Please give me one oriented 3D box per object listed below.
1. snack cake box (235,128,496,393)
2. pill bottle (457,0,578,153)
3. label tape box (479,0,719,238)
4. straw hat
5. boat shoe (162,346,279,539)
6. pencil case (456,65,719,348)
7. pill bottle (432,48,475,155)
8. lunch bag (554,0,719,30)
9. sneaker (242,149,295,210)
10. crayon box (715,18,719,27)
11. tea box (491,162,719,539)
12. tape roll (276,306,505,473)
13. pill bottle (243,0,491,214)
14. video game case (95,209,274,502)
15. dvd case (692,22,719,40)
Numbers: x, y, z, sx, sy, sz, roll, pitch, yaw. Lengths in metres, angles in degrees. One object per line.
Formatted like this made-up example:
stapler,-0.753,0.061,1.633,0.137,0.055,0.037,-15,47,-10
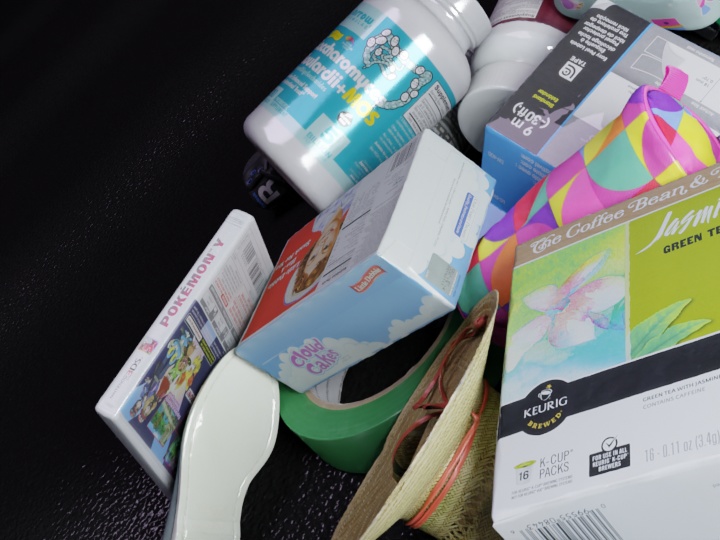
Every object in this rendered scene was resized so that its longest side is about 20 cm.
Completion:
snack cake box,0.000,0.000,0.785,0.200,0.067,0.116,-34,28,50
pill bottle,0.158,-0.191,0.939,0.109,0.110,0.201,-9,44,44
label tape box,0.167,-0.078,0.777,0.144,0.063,0.200,37,80,31
straw hat,0.063,0.114,0.643,0.202,0.085,0.201,-57,0,0
boat shoe,-0.115,0.155,0.836,0.062,0.072,0.202,-13,63,61
pencil case,0.143,-0.031,0.692,0.200,0.088,0.089,-45,24,37
pill bottle,0.048,-0.134,0.994,0.113,0.114,0.201,0,50,49
lunch bag,0.234,-0.287,0.837,0.159,0.077,0.202,16,78,35
sneaker,-0.064,-0.099,1.136,0.112,0.073,0.200,-45,22,3
crayon box,0.346,-0.283,0.844,0.118,0.058,0.202,-3,61,48
tea box,0.188,0.060,0.567,0.199,0.134,0.198,-23,34,30
tape roll,0.025,0.058,0.847,0.199,0.048,0.201,-30,33,22
pill bottle,0.011,-0.144,0.870,0.200,0.111,0.111,-45,30,-2
video game case,-0.117,0.078,0.863,0.023,0.201,0.183,22,64,21
dvd case,0.284,-0.303,0.925,0.201,0.142,0.018,-53,-12,-15
